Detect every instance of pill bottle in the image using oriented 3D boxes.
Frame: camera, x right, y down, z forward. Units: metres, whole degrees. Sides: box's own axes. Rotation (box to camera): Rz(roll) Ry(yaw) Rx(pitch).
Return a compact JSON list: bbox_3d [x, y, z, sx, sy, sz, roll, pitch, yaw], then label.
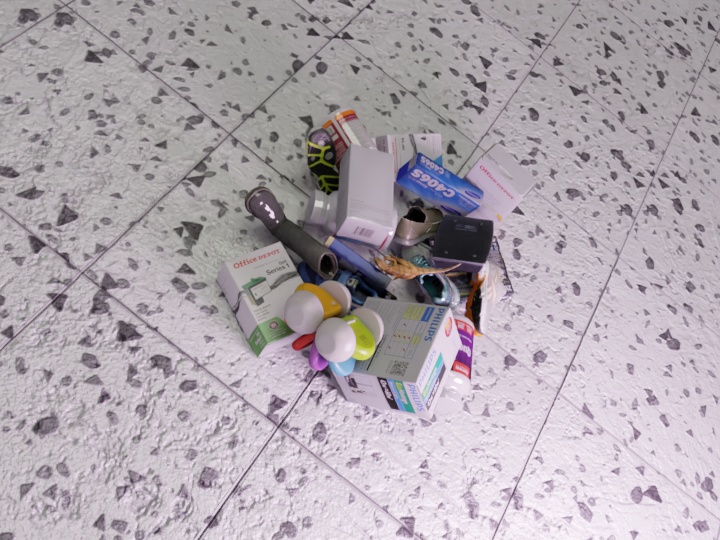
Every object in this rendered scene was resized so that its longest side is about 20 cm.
[{"bbox_3d":[-0.023,-0.122,1.712,0.198,0.109,0.110,13,58,-16],"label":"pill bottle"},{"bbox_3d":[0.190,0.201,1.624,0.111,0.113,0.202,17,57,-14],"label":"pill bottle"},{"bbox_3d":[-0.016,-0.282,1.779,0.109,0.109,0.201,-29,84,-33],"label":"pill bottle"}]

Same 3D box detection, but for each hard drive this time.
[{"bbox_3d":[0.242,-0.063,1.737,0.133,0.043,0.201,8,34,11],"label":"hard drive"}]

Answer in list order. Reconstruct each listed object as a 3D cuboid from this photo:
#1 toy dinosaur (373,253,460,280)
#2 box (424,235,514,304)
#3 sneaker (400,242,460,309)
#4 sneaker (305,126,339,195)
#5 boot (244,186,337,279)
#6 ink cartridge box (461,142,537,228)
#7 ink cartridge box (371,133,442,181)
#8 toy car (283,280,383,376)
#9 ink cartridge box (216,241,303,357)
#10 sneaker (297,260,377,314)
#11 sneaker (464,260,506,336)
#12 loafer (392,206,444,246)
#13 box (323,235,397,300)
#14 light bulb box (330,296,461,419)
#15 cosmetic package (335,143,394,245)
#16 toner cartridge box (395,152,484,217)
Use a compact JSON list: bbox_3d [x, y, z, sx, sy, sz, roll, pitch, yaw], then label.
[{"bbox_3d":[0.109,0.001,1.635,0.198,0.106,0.061,2,98,-28],"label":"toy dinosaur"},{"bbox_3d":[0.263,-0.002,1.807,0.198,0.049,0.163,-4,64,-24],"label":"box"},{"bbox_3d":[0.154,0.002,1.707,0.201,0.078,0.086,52,15,26],"label":"sneaker"},{"bbox_3d":[-0.096,-0.260,1.718,0.075,0.201,0.077,-23,55,-10],"label":"sneaker"},{"bbox_3d":[-0.146,-0.077,1.575,0.073,0.182,0.200,-43,58,0],"label":"boot"},{"bbox_3d":[0.324,-0.196,1.847,0.146,0.200,0.083,45,55,5],"label":"ink cartridge box"},{"bbox_3d":[0.106,-0.280,1.853,0.198,0.067,0.117,-7,96,-26],"label":"ink cartridge box"},{"bbox_3d":[-0.066,0.123,1.445,0.199,0.151,0.175,39,24,18],"label":"toy car"},{"bbox_3d":[-0.192,0.058,1.555,0.145,0.084,0.201,-23,75,-32],"label":"ink cartridge box"},{"bbox_3d":[-0.046,0.029,1.636,0.199,0.082,0.074,30,57,-4],"label":"sneaker"},{"bbox_3d":[0.300,0.063,1.723,0.091,0.076,0.202,19,62,-19],"label":"sneaker"},{"bbox_3d":[0.149,-0.118,1.777,0.075,0.070,0.200,22,30,23],"label":"loafer"},{"bbox_3d":[0.000,0.000,1.648,0.199,0.121,0.033,37,79,-2],"label":"box"},{"bbox_3d":[0.077,0.175,1.524,0.198,0.125,0.199,6,50,30],"label":"light bulb box"},{"bbox_3d":[0.011,-0.170,1.639,0.112,0.081,0.202,14,59,-16],"label":"cosmetic package"},{"bbox_3d":[0.193,-0.202,1.797,0.199,0.095,0.044,28,60,-19],"label":"toner cartridge box"}]
